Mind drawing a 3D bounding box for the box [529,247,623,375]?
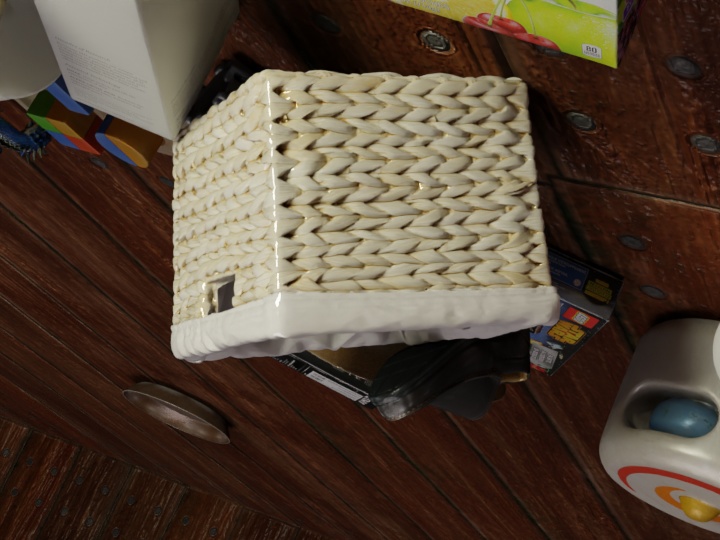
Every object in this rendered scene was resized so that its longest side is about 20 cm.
[{"bbox_3d":[0.129,0.024,1.200,0.136,0.040,0.200,25,162,1],"label":"box"}]

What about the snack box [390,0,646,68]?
[{"bbox_3d":[0.050,-0.190,0.645,0.168,0.068,0.200,19,160,18],"label":"snack box"}]

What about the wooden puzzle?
[{"bbox_3d":[-0.241,-0.146,1.189,0.199,0.046,0.185,12,158,35],"label":"wooden puzzle"}]

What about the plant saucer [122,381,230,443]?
[{"bbox_3d":[-0.306,0.236,2.392,0.200,0.032,0.200,23,163,7],"label":"plant saucer"}]

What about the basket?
[{"bbox_3d":[-0.009,-0.029,0.912,0.199,0.162,0.198,-3,175,-26],"label":"basket"}]

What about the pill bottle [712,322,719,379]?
[{"bbox_3d":[0.298,0.034,0.888,0.112,0.113,0.200,25,162,-1],"label":"pill bottle"}]

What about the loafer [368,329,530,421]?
[{"bbox_3d":[0.078,0.077,1.054,0.073,0.200,0.073,-19,95,38],"label":"loafer"}]

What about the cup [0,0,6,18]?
[{"bbox_3d":[-0.275,-0.233,0.822,0.200,0.144,0.200,23,163,7],"label":"cup"}]

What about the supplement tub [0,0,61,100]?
[{"bbox_3d":[-0.308,-0.189,1.014,0.199,0.132,0.132,8,156,40],"label":"supplement tub"}]

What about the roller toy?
[{"bbox_3d":[0.292,0.137,1.144,0.182,0.140,0.200,23,163,5],"label":"roller toy"}]

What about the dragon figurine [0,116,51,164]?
[{"bbox_3d":[-0.366,-0.109,1.291,0.100,0.200,0.059,50,138,-4],"label":"dragon figurine"}]

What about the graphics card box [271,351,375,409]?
[{"bbox_3d":[-0.045,0.027,1.293,0.199,0.126,0.051,26,160,-7],"label":"graphics card box"}]

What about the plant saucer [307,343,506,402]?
[{"bbox_3d":[0.032,0.052,1.178,0.199,0.036,0.200,17,-167,-4],"label":"plant saucer"}]

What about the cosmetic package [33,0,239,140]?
[{"bbox_3d":[-0.134,-0.176,0.858,0.081,0.113,0.200,22,161,7],"label":"cosmetic package"}]

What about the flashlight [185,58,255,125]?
[{"bbox_3d":[-0.043,-0.079,1.088,0.200,0.068,0.068,32,163,-26],"label":"flashlight"}]
